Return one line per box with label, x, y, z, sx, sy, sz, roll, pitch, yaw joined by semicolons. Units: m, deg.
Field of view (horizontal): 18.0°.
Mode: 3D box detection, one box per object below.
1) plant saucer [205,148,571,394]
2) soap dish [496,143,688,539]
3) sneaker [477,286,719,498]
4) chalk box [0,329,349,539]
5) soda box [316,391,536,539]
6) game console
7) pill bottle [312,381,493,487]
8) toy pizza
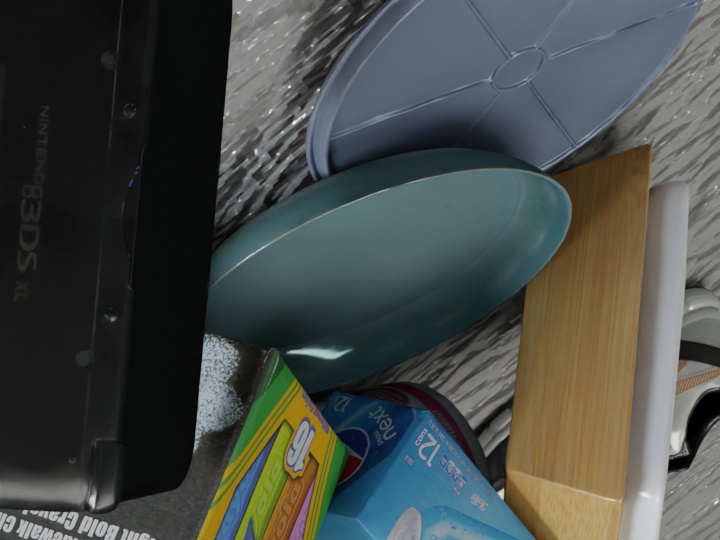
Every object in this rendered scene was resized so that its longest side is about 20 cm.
plant saucer;0.000;0.000;1.031;0.199;0.028;0.200;-21;158;-9
soap dish;0.114;0.062;1.135;0.080;0.201;0.158;6;147;6
sneaker;0.142;0.095;1.310;0.199;0.080;0.074;-37;153;1
chalk box;-0.107;0.128;0.944;0.201;0.124;0.124;-67;157;-17
soda box;0.045;0.146;1.069;0.200;0.068;0.064;50;62;-33
game console;-0.119;-0.022;0.797;0.174;0.202;0.116;5;179;-21
pill bottle;-0.040;0.125;1.113;0.199;0.114;0.114;-11;141;-40
toy pizza;0.061;-0.098;0.986;0.199;0.032;0.201;-25;153;-14
